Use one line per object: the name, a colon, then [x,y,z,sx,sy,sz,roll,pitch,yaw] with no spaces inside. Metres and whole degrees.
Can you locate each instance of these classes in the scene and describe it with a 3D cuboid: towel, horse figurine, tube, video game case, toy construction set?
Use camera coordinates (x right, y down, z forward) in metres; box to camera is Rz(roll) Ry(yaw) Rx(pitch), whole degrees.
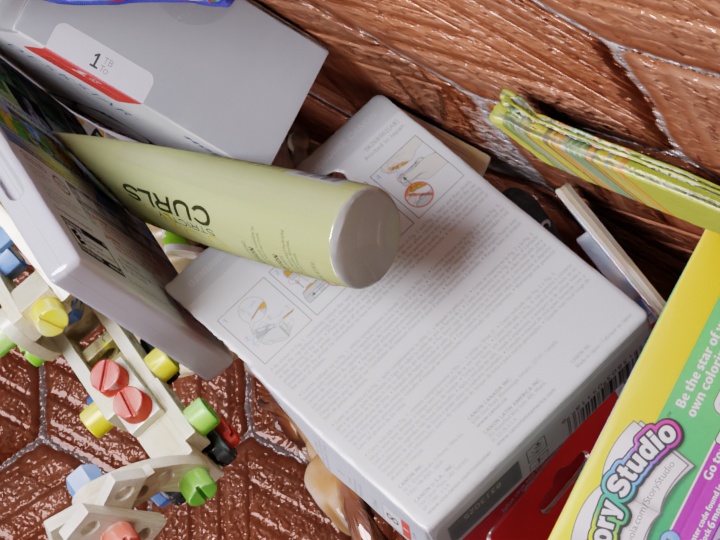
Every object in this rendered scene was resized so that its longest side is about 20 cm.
towel: [0.157,-0.031,1.257,0.199,0.018,0.086,24,178,27]
horse figurine: [0.004,0.126,1.471,0.133,0.050,0.200,56,-178,-10]
tube: [-0.068,-0.032,1.395,0.199,0.058,0.052,15,-155,41]
video game case: [-0.152,-0.040,1.430,0.183,0.022,0.200,56,-173,24]
toy construction set: [-0.134,0.063,1.458,0.131,0.092,0.201,44,-159,-59]

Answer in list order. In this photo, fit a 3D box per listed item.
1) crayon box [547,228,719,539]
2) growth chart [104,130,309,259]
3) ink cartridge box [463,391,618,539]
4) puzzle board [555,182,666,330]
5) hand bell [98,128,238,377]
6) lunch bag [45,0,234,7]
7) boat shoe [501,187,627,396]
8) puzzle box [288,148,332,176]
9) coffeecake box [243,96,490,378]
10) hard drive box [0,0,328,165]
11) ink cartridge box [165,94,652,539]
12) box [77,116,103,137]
crayon box: [0.196,0.104,1.315,0.172,0.201,0.058,27,174,10]
growth chart: [-0.086,-0.056,1.648,0.018,0.145,0.200,-18,147,34]
ink cartridge box: [0.121,0.151,1.558,0.067,0.116,0.200,26,159,42]
puzzle board: [0.175,0.051,1.461,0.200,0.017,0.151,53,-177,21]
hand bell: [-0.124,-0.048,1.658,0.104,0.104,0.201,19,132,55]
lunch bag: [-0.145,-0.170,1.210,0.199,0.094,0.151,12,168,21]
boat shoe: [0.113,0.022,1.531,0.069,0.057,0.200,33,173,37]
puzzle box: [-0.052,-0.044,1.775,0.199,0.025,0.133,29,-158,-16]
coffeecake box: [0.000,0.000,1.556,0.073,0.154,0.200,28,174,1]
hard drive box: [-0.130,-0.125,1.466,0.156,0.077,0.200,30,174,-23]
ink cartridge box: [0.024,0.027,1.420,0.200,0.162,0.050,40,165,28]
box: [-0.181,-0.111,1.656,0.035,0.110,0.200,26,173,20]
